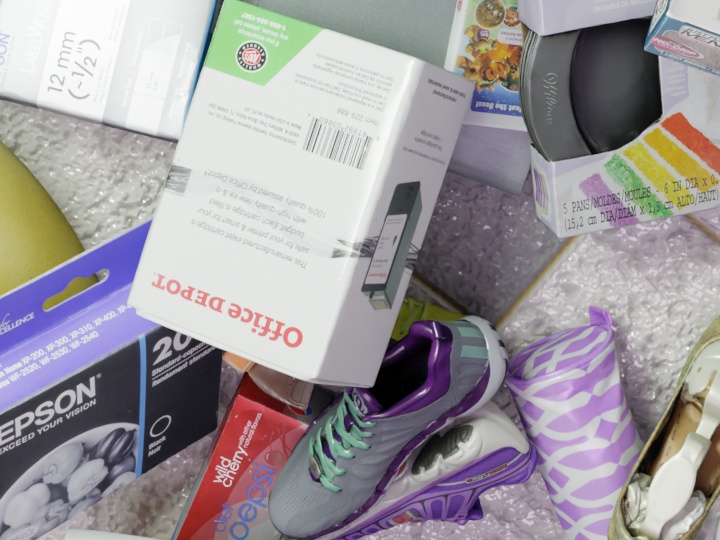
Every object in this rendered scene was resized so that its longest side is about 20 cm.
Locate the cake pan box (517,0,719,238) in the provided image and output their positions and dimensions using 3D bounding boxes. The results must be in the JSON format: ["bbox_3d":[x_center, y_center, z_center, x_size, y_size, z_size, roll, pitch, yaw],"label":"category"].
[{"bbox_3d":[0.190,-0.126,1.531,0.199,0.052,0.185,-10,109,-12],"label":"cake pan box"}]

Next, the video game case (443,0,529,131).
[{"bbox_3d":[0.132,-0.181,1.531,0.142,0.018,0.201,5,108,-18],"label":"video game case"}]

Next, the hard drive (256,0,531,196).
[{"bbox_3d":[0.030,-0.145,1.589,0.199,0.033,0.140,19,113,0],"label":"hard drive"}]

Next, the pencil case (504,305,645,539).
[{"bbox_3d":[0.165,0.132,1.657,0.085,0.084,0.201,-30,111,-18],"label":"pencil case"}]

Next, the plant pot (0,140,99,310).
[{"bbox_3d":[-0.251,0.016,1.626,0.142,0.200,0.200,31,115,-32],"label":"plant pot"}]

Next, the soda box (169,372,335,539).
[{"bbox_3d":[-0.085,0.166,1.713,0.070,0.063,0.201,24,112,-2],"label":"soda box"}]

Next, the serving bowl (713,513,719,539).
[{"bbox_3d":[0.308,0.155,1.625,0.199,0.066,0.201,-14,127,-20],"label":"serving bowl"}]

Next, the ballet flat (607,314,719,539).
[{"bbox_3d":[0.218,0.104,1.594,0.070,0.071,0.201,31,80,-5],"label":"ballet flat"}]

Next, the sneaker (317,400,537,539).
[{"bbox_3d":[0.034,0.149,1.664,0.083,0.081,0.200,38,137,-28],"label":"sneaker"}]

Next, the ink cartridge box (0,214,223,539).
[{"bbox_3d":[-0.172,0.071,1.594,0.043,0.198,0.201,41,145,30],"label":"ink cartridge box"}]

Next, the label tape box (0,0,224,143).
[{"bbox_3d":[-0.186,-0.171,1.569,0.199,0.066,0.144,14,91,0],"label":"label tape box"}]

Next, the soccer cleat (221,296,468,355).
[{"bbox_3d":[-0.004,0.028,1.645,0.199,0.065,0.084,8,117,6],"label":"soccer cleat"}]

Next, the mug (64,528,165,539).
[{"bbox_3d":[-0.118,0.247,1.662,0.152,0.187,0.150,-1,80,-1],"label":"mug"}]

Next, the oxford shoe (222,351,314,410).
[{"bbox_3d":[0.000,0.000,1.592,0.073,0.071,0.200,39,103,-2],"label":"oxford shoe"}]

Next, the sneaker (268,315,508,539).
[{"bbox_3d":[-0.002,0.094,1.582,0.200,0.087,0.075,-45,60,19],"label":"sneaker"}]

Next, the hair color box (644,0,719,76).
[{"bbox_3d":[0.241,-0.210,1.456,0.099,0.061,0.201,19,73,-3],"label":"hair color box"}]

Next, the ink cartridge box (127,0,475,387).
[{"bbox_3d":[-0.037,-0.045,1.516,0.145,0.084,0.201,21,94,28],"label":"ink cartridge box"}]
